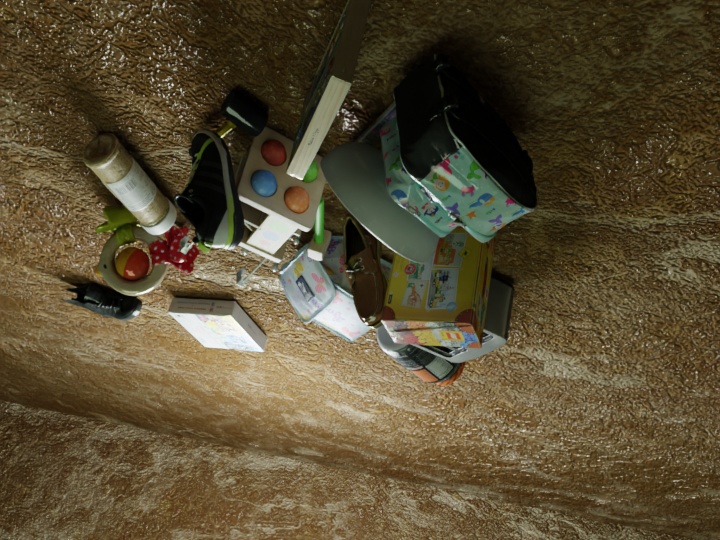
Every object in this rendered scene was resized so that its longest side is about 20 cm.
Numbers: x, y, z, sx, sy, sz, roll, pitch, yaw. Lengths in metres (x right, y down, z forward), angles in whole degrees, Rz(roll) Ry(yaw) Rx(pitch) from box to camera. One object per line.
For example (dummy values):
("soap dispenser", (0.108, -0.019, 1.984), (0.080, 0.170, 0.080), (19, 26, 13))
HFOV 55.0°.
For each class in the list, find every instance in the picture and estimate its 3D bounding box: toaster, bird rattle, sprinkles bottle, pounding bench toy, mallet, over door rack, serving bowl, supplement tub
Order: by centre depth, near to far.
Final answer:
("serving bowl", (0.040, -0.105, 0.933), (0.198, 0.202, 0.066), (33, 112, -32))
("mallet", (-0.216, -0.211, 1.028), (0.197, 0.042, 0.065), (-10, 143, 45))
("pounding bench toy", (-0.106, -0.103, 1.073), (0.196, 0.127, 0.155), (25, 150, -20))
("sprinkles bottle", (-0.392, -0.145, 1.190), (0.066, 0.070, 0.201), (3, 150, 20))
("over door rack", (-0.220, -0.044, 1.254), (0.146, 0.068, 0.198), (32, 132, -30))
("toaster", (0.172, 0.073, 1.271), (0.196, 0.122, 0.180), (24, 151, -19))
("bird rattle", (-0.419, -0.031, 1.328), (0.196, 0.166, 0.112), (29, 168, -10))
("supplement tub", (0.131, 0.154, 1.433), (0.120, 0.126, 0.199), (-9, 145, 37))

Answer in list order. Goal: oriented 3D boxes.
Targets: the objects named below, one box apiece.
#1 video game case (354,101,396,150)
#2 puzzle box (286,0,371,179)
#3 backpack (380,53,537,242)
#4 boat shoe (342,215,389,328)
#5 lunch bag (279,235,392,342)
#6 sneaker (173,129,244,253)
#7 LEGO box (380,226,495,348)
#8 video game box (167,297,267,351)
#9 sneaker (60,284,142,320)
("video game case", (0.064, -0.164, 0.998), (0.140, 0.018, 0.199), (26, 150, -20))
("puzzle box", (-0.041, -0.217, 0.827), (0.025, 0.136, 0.200), (18, 151, -13))
("backpack", (0.122, -0.133, 0.843), (0.197, 0.181, 0.150), (27, 130, -31))
("boat shoe", (0.000, 0.000, 1.133), (0.071, 0.204, 0.068), (-31, 136, 24))
("lunch bag", (-0.046, 0.031, 1.294), (0.197, 0.130, 0.169), (32, 146, -18))
("sneaker", (-0.220, -0.117, 0.964), (0.081, 0.204, 0.072), (-3, 147, -31))
("LEGO box", (0.127, 0.009, 1.088), (0.145, 0.205, 0.078), (1, 150, 24))
("video game box", (-0.348, 0.135, 1.702), (0.177, 0.048, 0.201), (5, 151, 21))
("sneaker", (-0.642, 0.076, 1.715), (0.195, 0.062, 0.104), (-1, 154, 32))
